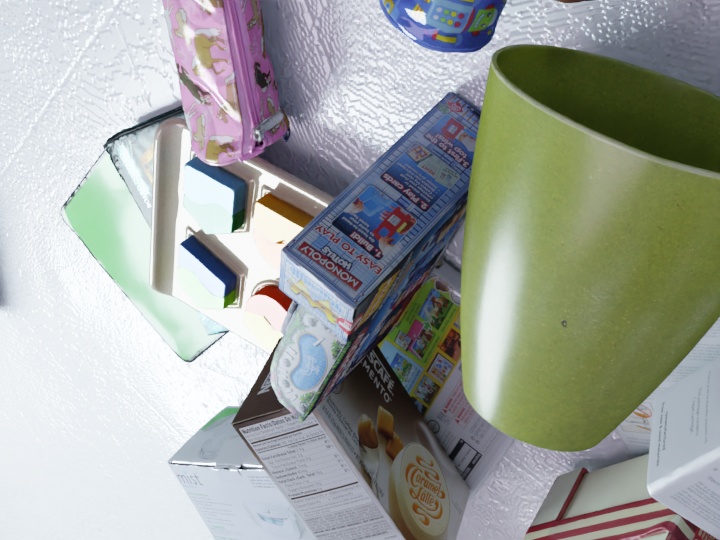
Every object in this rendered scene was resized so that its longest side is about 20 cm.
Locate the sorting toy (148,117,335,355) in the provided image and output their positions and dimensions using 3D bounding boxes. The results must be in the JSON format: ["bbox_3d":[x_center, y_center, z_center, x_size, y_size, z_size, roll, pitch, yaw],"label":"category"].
[{"bbox_3d":[-0.091,-0.010,0.973,0.199,0.036,0.186,26,131,18],"label":"sorting toy"}]

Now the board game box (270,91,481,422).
[{"bbox_3d":[0.000,0.000,0.807,0.062,0.200,0.200,37,127,10],"label":"board game box"}]

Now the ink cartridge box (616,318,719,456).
[{"bbox_3d":[0.234,0.058,0.812,0.161,0.050,0.200,1,138,38],"label":"ink cartridge box"}]

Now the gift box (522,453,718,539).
[{"bbox_3d":[0.212,0.261,0.856,0.200,0.185,0.186,53,139,-7],"label":"gift box"}]

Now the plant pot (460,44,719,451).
[{"bbox_3d":[0.134,-0.002,0.690,0.186,0.187,0.201,27,116,21],"label":"plant pot"}]

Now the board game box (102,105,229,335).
[{"bbox_3d":[-0.126,-0.043,1.021,0.135,0.028,0.201,-12,111,40],"label":"board game box"}]

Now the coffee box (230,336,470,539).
[{"bbox_3d":[-0.001,0.150,0.944,0.079,0.115,0.201,-19,115,29],"label":"coffee box"}]

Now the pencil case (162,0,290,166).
[{"bbox_3d":[-0.103,-0.180,0.867,0.086,0.083,0.201,4,123,20],"label":"pencil case"}]

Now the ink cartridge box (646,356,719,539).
[{"bbox_3d":[0.295,0.098,0.710,0.144,0.085,0.200,33,136,-15],"label":"ink cartridge box"}]

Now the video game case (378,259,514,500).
[{"bbox_3d":[0.056,0.079,0.973,0.182,0.023,0.200,37,137,11],"label":"video game case"}]

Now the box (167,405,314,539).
[{"bbox_3d":[-0.056,0.220,1.097,0.199,0.097,0.177,-8,116,48],"label":"box"}]

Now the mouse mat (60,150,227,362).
[{"bbox_3d":[-0.194,-0.014,1.119,0.200,0.008,0.161,51,137,-2],"label":"mouse mat"}]

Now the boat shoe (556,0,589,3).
[{"bbox_3d":[0.156,-0.224,0.634,0.072,0.068,0.200,38,137,10],"label":"boat shoe"}]

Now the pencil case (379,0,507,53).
[{"bbox_3d":[0.072,-0.225,0.693,0.087,0.078,0.200,56,144,28],"label":"pencil case"}]
